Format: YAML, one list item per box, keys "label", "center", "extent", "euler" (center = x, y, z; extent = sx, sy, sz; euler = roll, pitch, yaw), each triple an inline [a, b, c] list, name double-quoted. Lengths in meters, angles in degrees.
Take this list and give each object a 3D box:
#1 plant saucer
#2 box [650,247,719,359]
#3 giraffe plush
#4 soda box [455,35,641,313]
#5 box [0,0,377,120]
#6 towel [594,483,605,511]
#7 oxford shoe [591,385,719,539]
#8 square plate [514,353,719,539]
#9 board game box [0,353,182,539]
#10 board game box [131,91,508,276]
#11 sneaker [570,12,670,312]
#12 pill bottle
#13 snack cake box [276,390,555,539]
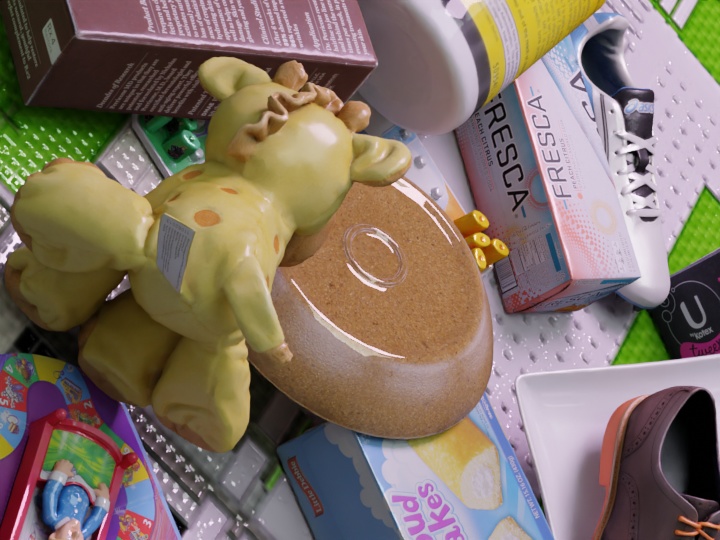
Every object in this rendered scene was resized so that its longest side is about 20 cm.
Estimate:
- label: "plant saucer"
  center: [0.000, 0.000, 1.565]
  extent: [0.199, 0.035, 0.201]
  euler: [21, 45, -23]
- label: "box"
  center: [0.308, 0.009, 1.797]
  extent: [0.132, 0.200, 0.115]
  euler: [-21, 84, -47]
- label: "giraffe plush"
  center: [-0.070, -0.030, 1.444]
  extent: [0.173, 0.200, 0.162]
  euler: [43, 58, -4]
- label: "soda box"
  center: [0.109, -0.075, 1.756]
  extent: [0.068, 0.063, 0.201]
  euler: [-2, 71, -43]
- label: "box"
  center: [-0.099, -0.143, 1.565]
  extent: [0.199, 0.075, 0.101]
  euler: [5, 56, -36]
- label: "towel"
  center: [0.211, 0.198, 1.730]
  extent: [0.148, 0.036, 0.201]
  euler: [-21, 84, -46]
- label: "oxford shoe"
  center: [0.174, 0.162, 1.610]
  extent: [0.071, 0.072, 0.201]
  euler: [12, 68, -25]
- label: "square plate"
  center: [0.190, 0.153, 1.682]
  extent: [0.197, 0.028, 0.201]
  euler: [-4, 76, -29]
- label: "board game box"
  center: [-0.146, 0.130, 1.426]
  extent: [0.158, 0.039, 0.201]
  euler: [-17, 82, -46]
- label: "board game box"
  center: [-0.018, -0.049, 1.651]
  extent: [0.200, 0.026, 0.201]
  euler: [-37, 96, -47]
- label: "sneaker"
  center: [0.164, -0.073, 1.800]
  extent: [0.072, 0.072, 0.201]
  euler: [-1, 71, -44]
- label: "pill bottle"
  center: [0.083, -0.180, 1.675]
  extent: [0.200, 0.114, 0.115]
  euler: [-40, 98, -29]
- label: "snack cake box"
  center: [0.048, 0.165, 1.572]
  extent: [0.115, 0.067, 0.201]
  euler: [-20, 83, -47]
